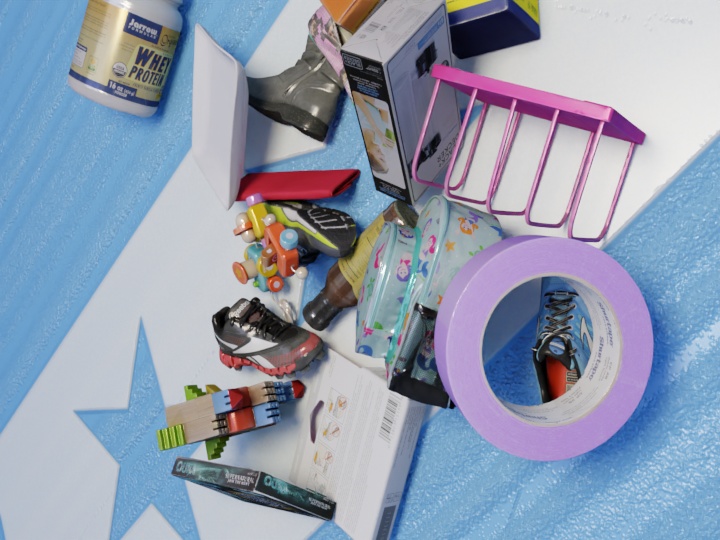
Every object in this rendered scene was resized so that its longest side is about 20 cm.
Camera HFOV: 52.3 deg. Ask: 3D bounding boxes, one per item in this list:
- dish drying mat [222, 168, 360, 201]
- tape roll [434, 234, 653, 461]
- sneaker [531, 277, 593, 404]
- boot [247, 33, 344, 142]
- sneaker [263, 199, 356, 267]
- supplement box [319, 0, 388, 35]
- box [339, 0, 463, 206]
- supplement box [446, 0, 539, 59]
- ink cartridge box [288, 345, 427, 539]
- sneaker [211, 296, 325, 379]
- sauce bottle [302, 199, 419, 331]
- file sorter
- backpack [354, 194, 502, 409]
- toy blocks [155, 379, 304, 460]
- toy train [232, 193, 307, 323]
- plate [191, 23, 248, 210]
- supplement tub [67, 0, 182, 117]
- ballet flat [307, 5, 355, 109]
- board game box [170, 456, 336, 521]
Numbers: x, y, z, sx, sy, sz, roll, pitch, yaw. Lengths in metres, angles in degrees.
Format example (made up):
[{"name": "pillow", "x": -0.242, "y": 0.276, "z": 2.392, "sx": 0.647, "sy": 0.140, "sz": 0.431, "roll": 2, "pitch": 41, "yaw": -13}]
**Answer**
[{"name": "dish drying mat", "x": -0.098, "y": -0.115, "z": 1.002, "sx": 0.196, "sy": 0.077, "sz": 0.019, "roll": 3, "pitch": 121, "yaw": 34}, {"name": "tape roll", "x": 0.170, "y": 0.070, "z": 0.695, "sx": 0.194, "sy": 0.066, "sz": 0.207, "roll": 0, "pitch": 95, "yaw": -4}, {"name": "sneaker", "x": 0.219, "y": 0.069, "z": 0.766, "sx": 0.077, "sy": 0.089, "sz": 0.207, "roll": -5, "pitch": 85, "yaw": 33}, {"name": "boot", "x": -0.089, "y": -0.270, "z": 1.014, "sx": 0.197, "sy": 0.067, "sz": 0.133, "roll": 29, "pitch": 92, "yaw": 31}, {"name": "sneaker", "x": -0.066, "y": -0.041, "z": 0.964, "sx": 0.199, "sy": 0.072, "sz": 0.083, "roll": 26, "pitch": 119, "yaw": 57}, {"name": "supplement box", "x": 0.031, "y": -0.292, "z": 0.839, "sx": 0.069, "sy": 0.198, "sz": 0.067, "roll": -42, "pitch": 67, "yaw": 20}, {"name": "box", "x": 0.053, "y": -0.186, "z": 0.808, "sx": 0.059, "sy": 0.202, "sz": 0.117, "roll": 25, "pitch": 61, "yaw": 30}, {"name": "supplement box", "x": 0.131, "y": -0.363, "z": 0.827, "sx": 0.107, "sy": 0.108, "sz": 0.207, "roll": -5, "pitch": 86, "yaw": 33}, {"name": "ink cartridge box", "x": -0.008, "y": 0.221, "z": 0.946, "sx": 0.172, "sy": 0.043, "sz": 0.206, "roll": 25, "pitch": 103, "yaw": 47}, {"name": "sneaker", "x": -0.133, "y": 0.087, "z": 0.992, "sx": 0.197, "sy": 0.071, "sz": 0.100, "roll": 1, "pitch": 121, "yaw": 41}, {"name": "sauce bottle", "x": 0.000, "y": 0.000, "z": 0.934, "sx": 0.200, "sy": 0.064, "sz": 0.065, "roll": -45, "pitch": 66, "yaw": 26}, {"name": "file sorter", "x": 0.172, "y": -0.120, "z": 0.776, "sx": 0.197, "sy": 0.138, "sz": 0.129, "roll": 24, "pitch": 103, "yaw": 32}, {"name": "backpack", "x": 0.076, "y": 0.020, "z": 0.803, "sx": 0.147, "sy": 0.178, "sz": 0.204, "roll": 23, "pitch": 104, "yaw": -5}, {"name": "toy blocks", "x": -0.157, "y": 0.186, "z": 0.970, "sx": 0.134, "sy": 0.199, "sz": 0.103, "roll": -18, "pitch": 77, "yaw": 20}, {"name": "toy train", "x": -0.127, "y": -0.008, "z": 0.960, "sx": 0.152, "sy": 0.054, "sz": 0.202, "roll": 59, "pitch": 157, "yaw": 25}, {"name": "plate", "x": -0.196, "y": -0.218, "z": 1.023, "sx": 0.200, "sy": 0.032, "sz": 0.204, "roll": 49, "pitch": 138, "yaw": 49}, {"name": "supplement tub", "x": -0.361, "y": -0.359, "z": 1.141, "sx": 0.143, "sy": 0.143, "sz": 0.205, "roll": 29, "pitch": 105, "yaw": 30}, {"name": "ballet flat", "x": 0.008, "y": -0.248, "z": 0.905, "sx": 0.071, "sy": 0.069, "sz": 0.203, "roll": -36, "pitch": 86, "yaw": 46}, {"name": "board game box", "x": -0.143, "y": 0.283, "z": 0.958, "sx": 0.197, "sy": 0.134, "sz": 0.029, "roll": -7, "pitch": 57, "yaw": 46}]
